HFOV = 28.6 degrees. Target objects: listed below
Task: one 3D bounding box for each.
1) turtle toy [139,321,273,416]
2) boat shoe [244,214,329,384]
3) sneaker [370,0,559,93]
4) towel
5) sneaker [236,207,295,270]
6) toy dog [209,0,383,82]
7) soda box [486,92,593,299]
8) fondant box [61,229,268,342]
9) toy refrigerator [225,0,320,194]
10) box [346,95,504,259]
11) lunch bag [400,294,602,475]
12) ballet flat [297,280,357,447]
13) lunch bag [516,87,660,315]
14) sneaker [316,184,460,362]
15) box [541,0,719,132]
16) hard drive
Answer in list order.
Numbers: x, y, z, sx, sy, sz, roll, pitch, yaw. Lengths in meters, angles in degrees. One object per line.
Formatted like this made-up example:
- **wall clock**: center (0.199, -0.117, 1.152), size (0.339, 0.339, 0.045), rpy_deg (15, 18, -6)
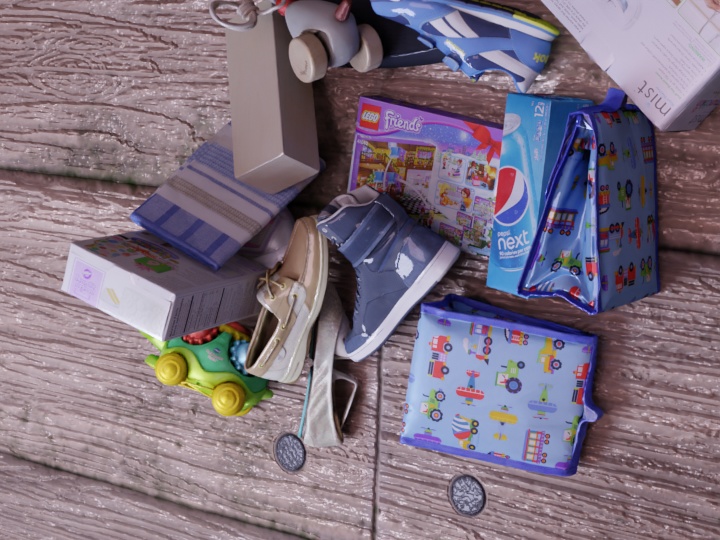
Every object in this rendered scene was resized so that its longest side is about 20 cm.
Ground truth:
- **turtle toy**: center (-0.188, 0.097, 1.672), size (0.198, 0.146, 0.102), rpy_deg (28, 86, 3)
- **boat shoe**: center (-0.084, 0.033, 1.579), size (0.074, 0.066, 0.202), rpy_deg (-135, 55, -61)
- **sneaker**: center (0.100, -0.240, 1.446), size (0.198, 0.074, 0.083), rpy_deg (18, 110, 8)
- **towel**: center (-0.150, -0.091, 1.613), size (0.146, 0.200, 0.024), rpy_deg (27, 147, 27)
- **sneaker**: center (-0.147, -0.028, 1.678), size (0.198, 0.081, 0.089), rpy_deg (-15, 87, 26)
- **toy dog**: center (-0.057, -0.289, 1.508), size (0.199, 0.132, 0.097), rpy_deg (35, 138, 16)
- **soda box**: center (0.182, -0.077, 1.439), size (0.064, 0.067, 0.203), rpy_deg (17, 106, 48)
- **fondant box**: center (-0.211, 0.010, 1.556), size (0.143, 0.199, 0.059), rpy_deg (24, 106, 22)
- **toy refrigerator**: center (-0.098, -0.196, 1.587), size (0.075, 0.070, 0.202), rpy_deg (-23, 61, 33)
- **box**: center (0.079, -0.104, 1.531), size (0.198, 0.039, 0.139), rpy_deg (18, 107, 32)
- **lunch bag**: center (0.156, 0.124, 1.480), size (0.198, 0.094, 0.153), rpy_deg (14, 102, 23)
- **ballet flat**: center (-0.031, 0.108, 1.633), size (0.061, 0.068, 0.203), rpy_deg (8, 106, 3)
- **lunch bag**: center (0.236, -0.073, 1.360), size (0.093, 0.150, 0.203), rpy_deg (15, 105, 32)
- **sneaker**: center (0.001, -0.001, 1.539), size (0.146, 0.077, 0.203), rpy_deg (37, 129, -2)
- **box**: center (0.291, -0.261, 1.329), size (0.200, 0.096, 0.177), rpy_deg (50, 120, 18)
- **hard drive**: center (0.022, -0.290, 1.543), size (0.198, 0.042, 0.137), rpy_deg (3, 98, 34)
